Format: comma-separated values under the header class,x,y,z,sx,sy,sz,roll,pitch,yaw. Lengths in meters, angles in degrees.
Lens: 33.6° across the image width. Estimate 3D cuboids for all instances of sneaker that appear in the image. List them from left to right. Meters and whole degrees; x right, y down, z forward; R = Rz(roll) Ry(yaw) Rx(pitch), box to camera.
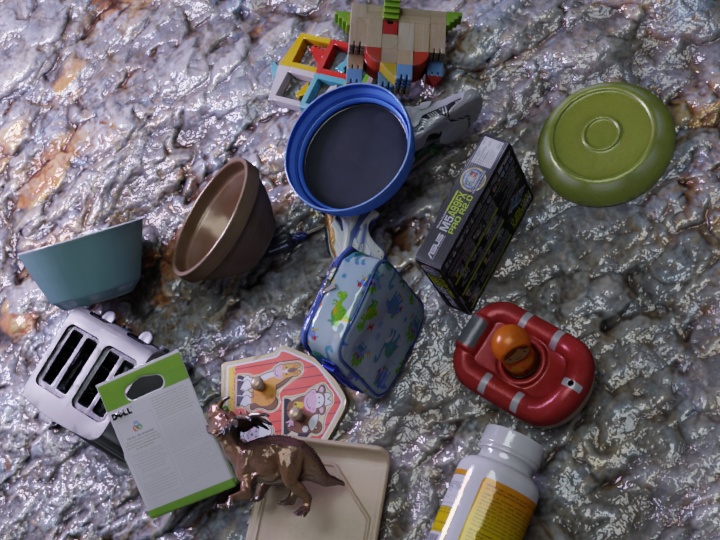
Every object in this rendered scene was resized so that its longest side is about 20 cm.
class,x,y,z,sx,sy,sz,roll,pitch,yaw
sneaker,0.000,0.000,1.720,0.087,0.075,0.203,-3,78,-10
sneaker,0.077,-0.229,1.761,0.199,0.075,0.116,-34,61,3

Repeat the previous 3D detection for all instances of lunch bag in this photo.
class,x,y,z,sx,sy,sz,roll,pitch,yaw
lunch bag,0.003,0.076,1.608,0.082,0.200,0.162,18,74,29

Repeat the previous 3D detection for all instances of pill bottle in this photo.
class,x,y,z,sx,sy,sz,roll,pitch,yaw
pill bottle,0.157,0.301,1.489,0.110,0.111,0.202,17,73,28

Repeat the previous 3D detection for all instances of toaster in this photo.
class,x,y,z,sx,sy,sz,roll,pitch,yaw
toaster,-0.381,0.172,1.771,0.179,0.119,0.202,25,77,31

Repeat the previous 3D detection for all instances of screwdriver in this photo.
class,x,y,z,sx,sy,sz,roll,pitch,yaw
screwdriver,-0.067,-0.059,1.810,0.197,0.028,0.030,-17,90,7

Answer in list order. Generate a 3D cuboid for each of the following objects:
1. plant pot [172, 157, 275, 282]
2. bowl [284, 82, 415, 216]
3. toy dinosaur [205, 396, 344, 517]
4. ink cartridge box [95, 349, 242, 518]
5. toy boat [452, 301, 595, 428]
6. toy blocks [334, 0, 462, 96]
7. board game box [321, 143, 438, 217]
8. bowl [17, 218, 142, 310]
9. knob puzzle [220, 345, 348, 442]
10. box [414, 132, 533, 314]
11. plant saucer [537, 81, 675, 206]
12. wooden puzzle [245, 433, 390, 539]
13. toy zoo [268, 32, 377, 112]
class,x,y,z,sx,sy,sz,roll,pitch,yaw
plant pot,-0.193,-0.060,1.796,0.201,0.092,0.202,-42,29,30
bowl,-0.014,-0.171,1.715,0.198,0.039,0.204,-9,67,21
toy dinosaur,-0.115,0.242,1.560,0.197,0.086,0.138,6,90,0
ink cartridge box,-0.257,0.220,1.658,0.146,0.076,0.202,-23,91,18
toy boat,0.206,0.112,1.546,0.199,0.131,0.131,29,79,31
toy blocks,0.055,-0.332,1.834,0.197,0.100,0.139,4,68,-3
board game box,0.003,-0.170,1.816,0.199,0.029,0.135,-36,57,-2
bowl,-0.419,-0.004,1.845,0.198,0.201,0.107,-14,95,16
knob puzzle,-0.113,0.198,1.699,0.216,0.030,0.223,-9,63,18
box,0.159,-0.061,1.632,0.044,0.160,0.202,23,77,28
plant saucer,0.344,-0.187,1.691,0.197,0.031,0.203,-9,64,19
wooden puzzle,-0.059,0.331,1.607,0.182,0.037,0.203,4,72,18
toy zoo,-0.064,-0.313,1.926,0.198,0.020,0.133,18,74,28
